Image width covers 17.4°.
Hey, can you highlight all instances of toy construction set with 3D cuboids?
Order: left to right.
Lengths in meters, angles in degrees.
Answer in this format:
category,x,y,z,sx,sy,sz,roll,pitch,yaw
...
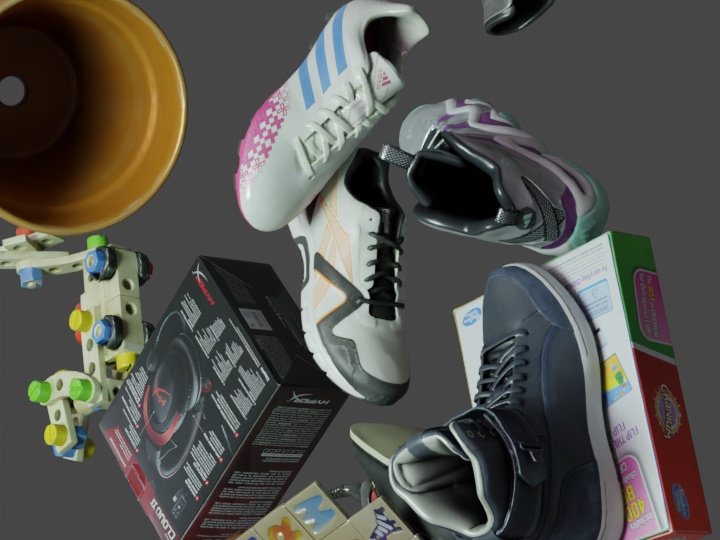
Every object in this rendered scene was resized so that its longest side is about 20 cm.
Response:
category,x,y,z,sx,sy,sz,roll,pitch,yaw
toy construction set,-0.230,0.048,1.932,0.131,0.092,0.200,-30,73,43

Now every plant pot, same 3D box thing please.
category,x,y,z,sx,sy,sz,roll,pitch,yaw
plant pot,-0.266,-0.139,1.933,0.183,0.200,0.200,19,99,64

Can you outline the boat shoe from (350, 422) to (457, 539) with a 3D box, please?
category,x,y,z,sx,sy,sz,roll,pitch,yaw
boat shoe,0.038,0.146,1.583,0.201,0.074,0.063,-146,60,-69

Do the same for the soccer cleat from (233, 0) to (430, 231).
category,x,y,z,sx,sy,sz,roll,pitch,yaw
soccer cleat,-0.019,-0.116,1.670,0.086,0.070,0.200,3,57,45

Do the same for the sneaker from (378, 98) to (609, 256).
category,x,y,z,sx,sy,sz,roll,pitch,yaw
sneaker,0.058,-0.072,1.567,0.200,0.140,0.078,29,106,47

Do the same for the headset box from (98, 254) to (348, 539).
category,x,y,z,sx,sy,sz,roll,pitch,yaw
headset box,-0.111,0.112,1.787,0.200,0.075,0.149,-58,46,26

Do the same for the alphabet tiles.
category,x,y,z,sx,sy,sz,roll,pitch,yaw
alphabet tiles,-0.016,0.230,1.553,0.166,0.006,0.200,48,127,-4

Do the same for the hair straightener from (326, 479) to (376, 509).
category,x,y,z,sx,sy,sz,roll,pitch,yaw
hair straightener,0.033,0.204,1.629,0.200,0.041,0.077,24,103,43

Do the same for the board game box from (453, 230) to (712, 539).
category,x,y,z,sx,sy,sz,roll,pitch,yaw
board game box,0.140,0.095,1.524,0.153,0.040,0.200,-28,64,44

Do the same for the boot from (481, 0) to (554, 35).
category,x,y,z,sx,sy,sz,roll,pitch,yaw
boot,0.126,-0.264,1.585,0.132,0.070,0.200,62,139,30

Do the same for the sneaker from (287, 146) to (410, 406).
category,x,y,z,sx,sy,sz,roll,pitch,yaw
sneaker,0.000,0.000,1.677,0.080,0.074,0.200,-35,59,38

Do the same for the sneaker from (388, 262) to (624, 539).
category,x,y,z,sx,sy,sz,roll,pitch,yaw
sneaker,0.080,0.080,1.455,0.077,0.146,0.203,-38,56,41

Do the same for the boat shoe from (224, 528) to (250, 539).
category,x,y,z,sx,sy,sz,roll,pitch,yaw
boat shoe,-0.015,0.216,1.587,0.200,0.068,0.072,8,85,33
